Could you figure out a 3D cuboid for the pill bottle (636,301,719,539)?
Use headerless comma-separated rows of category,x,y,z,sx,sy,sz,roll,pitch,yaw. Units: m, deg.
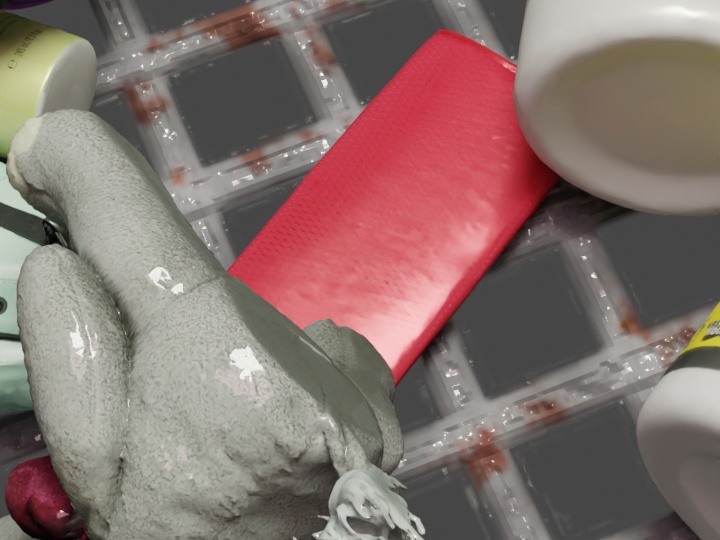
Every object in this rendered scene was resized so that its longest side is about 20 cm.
pill bottle,0.191,0.012,0.869,0.112,0.113,0.200,34,68,16

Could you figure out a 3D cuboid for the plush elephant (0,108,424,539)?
plush elephant,-0.067,0.082,0.795,0.155,0.165,0.200,-45,35,9

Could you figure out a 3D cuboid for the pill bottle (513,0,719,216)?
pill bottle,0.123,-0.130,0.936,0.114,0.115,0.201,8,57,5

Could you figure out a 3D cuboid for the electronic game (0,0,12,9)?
electronic game,-0.167,-0.175,0.921,0.199,0.042,0.201,-5,79,23

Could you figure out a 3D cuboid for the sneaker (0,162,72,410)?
sneaker,-0.158,0.041,0.874,0.118,0.074,0.201,18,62,17

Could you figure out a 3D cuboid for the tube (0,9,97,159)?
tube,-0.197,-0.091,0.960,0.199,0.058,0.052,20,98,15

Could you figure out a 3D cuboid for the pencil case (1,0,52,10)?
pencil case,-0.159,-0.201,0.992,0.092,0.085,0.200,-8,57,-41

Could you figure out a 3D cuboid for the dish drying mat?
dish drying mat,0.000,0.000,0.929,0.077,0.018,0.200,33,69,15
